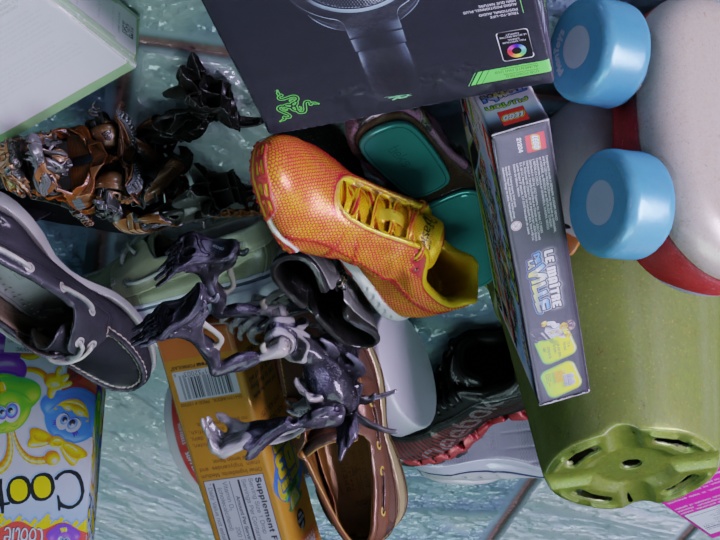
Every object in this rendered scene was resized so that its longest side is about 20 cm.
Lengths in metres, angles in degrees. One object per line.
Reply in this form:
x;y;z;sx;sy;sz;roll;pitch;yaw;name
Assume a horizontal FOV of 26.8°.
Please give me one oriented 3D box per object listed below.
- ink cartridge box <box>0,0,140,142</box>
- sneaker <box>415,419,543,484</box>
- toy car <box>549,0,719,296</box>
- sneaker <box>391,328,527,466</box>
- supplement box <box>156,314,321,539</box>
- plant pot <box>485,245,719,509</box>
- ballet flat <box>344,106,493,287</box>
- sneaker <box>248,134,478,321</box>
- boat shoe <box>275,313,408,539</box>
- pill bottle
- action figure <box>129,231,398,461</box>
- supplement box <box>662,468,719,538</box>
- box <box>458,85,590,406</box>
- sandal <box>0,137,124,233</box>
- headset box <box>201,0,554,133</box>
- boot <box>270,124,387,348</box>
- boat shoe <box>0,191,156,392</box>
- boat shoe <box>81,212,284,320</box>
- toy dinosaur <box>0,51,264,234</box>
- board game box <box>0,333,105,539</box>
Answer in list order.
-0.245;-0.153;0.867;0.144;0.048;0.200;-23;141;28;ink cartridge box
0.137;0.151;1.330;0.197;0.074;0.071;0;162;8;sneaker
0.171;-0.054;0.942;0.182;0.179;0.200;4;161;-29;toy car
0.083;0.099;1.236;0.199;0.072;0.098;-28;139;30;sneaker
-0.088;0.126;1.120;0.068;0.067;0.203;-8;104;19;supplement box
0.181;0.059;1.074;0.197;0.192;0.201;-1;147;-1;plant pot
0.045;-0.066;0.988;0.068;0.072;0.200;-21;142;17;ballet flat
0.006;-0.032;0.924;0.076;0.074;0.199;-15;150;33;sneaker
-0.017;0.106;1.091;0.071;0.202;0.068;-16;-171;15;boat shoe
-0.047;0.105;1.198;0.198;0.117;0.116;-20;142;25;pill bottle
-0.063;0.059;1.012;0.101;0.120;0.200;-22;134;33;action figure
0.287;0.137;1.274;0.103;0.102;0.199;-24;141;29;supplement box
0.098;-0.030;0.920;0.034;0.111;0.202;-15;125;-1;box
-0.235;-0.054;1.018;0.197;0.043;0.076;7;145;-12;sandal
0.004;-0.173;0.808;0.172;0.094;0.201;-9;146;12;headset box
0.000;0.000;1.030;0.067;0.132;0.200;-22;141;28;boot
-0.210;0.029;1.029;0.073;0.061;0.201;-22;130;16;boat shoe
-0.144;0.001;1.099;0.197;0.072;0.063;-12;111;15;boat shoe
-0.136;-0.067;0.975;0.135;0.103;0.199;-22;179;35;toy dinosaur
-0.260;0.161;1.196;0.103;0.202;0.103;2;147;-7;board game box
